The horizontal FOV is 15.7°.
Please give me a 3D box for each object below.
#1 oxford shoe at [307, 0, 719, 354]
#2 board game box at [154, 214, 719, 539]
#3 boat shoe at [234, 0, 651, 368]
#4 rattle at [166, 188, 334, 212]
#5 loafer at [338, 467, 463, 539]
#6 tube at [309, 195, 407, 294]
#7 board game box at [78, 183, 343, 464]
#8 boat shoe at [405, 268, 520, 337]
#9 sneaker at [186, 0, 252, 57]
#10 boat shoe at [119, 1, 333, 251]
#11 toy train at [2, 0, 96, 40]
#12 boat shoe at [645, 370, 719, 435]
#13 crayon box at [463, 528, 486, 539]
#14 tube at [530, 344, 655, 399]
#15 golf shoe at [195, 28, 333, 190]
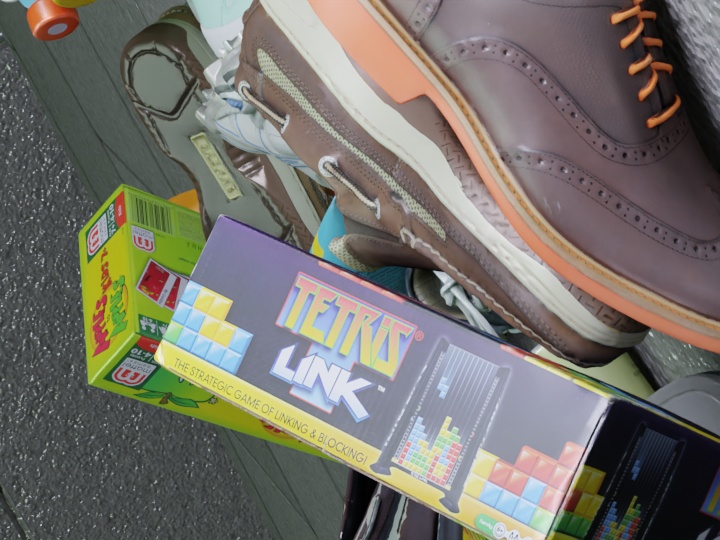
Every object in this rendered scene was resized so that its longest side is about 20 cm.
[{"bbox_3d":[0.071,-0.053,0.808,0.200,0.073,0.071,42,-149,-3],"label":"oxford shoe"},{"bbox_3d":[0.057,0.056,0.853,0.165,0.057,0.200,26,-179,37],"label":"board game box"},{"bbox_3d":[0.024,-0.028,0.890,0.074,0.075,0.202,3,-142,-43],"label":"boat shoe"},{"bbox_3d":[-0.064,-0.040,1.419,0.200,0.142,0.131,-131,30,-76],"label":"rattle"},{"bbox_3d":[0.018,0.060,1.290,0.072,0.063,0.201,-115,22,-68],"label":"loafer"},{"bbox_3d":[0.000,0.000,1.175,0.050,0.077,0.200,46,152,13],"label":"tube"},{"bbox_3d":[-0.050,0.035,1.377,0.199,0.048,0.102,20,-137,-30],"label":"board game box"},{"bbox_3d":[0.056,-0.006,1.071,0.075,0.062,0.200,59,172,-4],"label":"boat shoe"},{"bbox_3d":[-0.063,-0.167,1.183,0.119,0.074,0.200,65,169,-17],"label":"sneaker"},{"bbox_3d":[-0.043,-0.047,1.317,0.071,0.076,0.201,-11,113,38],"label":"boat shoe"},{"bbox_3d":[-0.139,-0.208,1.173,0.150,0.055,0.201,35,128,50],"label":"toy train"},{"bbox_3d":[0.129,0.110,0.996,0.073,0.062,0.201,37,136,33],"label":"boat shoe"},{"bbox_3d":[0.110,0.165,1.342,0.173,0.058,0.200,60,171,-4],"label":"crayon box"},{"bbox_3d":[0.135,0.110,1.073,0.200,0.052,0.058,54,-157,8],"label":"tube"},{"bbox_3d":[-0.012,-0.058,1.052,0.097,0.078,0.200,49,-179,-1],"label":"golf shoe"}]
